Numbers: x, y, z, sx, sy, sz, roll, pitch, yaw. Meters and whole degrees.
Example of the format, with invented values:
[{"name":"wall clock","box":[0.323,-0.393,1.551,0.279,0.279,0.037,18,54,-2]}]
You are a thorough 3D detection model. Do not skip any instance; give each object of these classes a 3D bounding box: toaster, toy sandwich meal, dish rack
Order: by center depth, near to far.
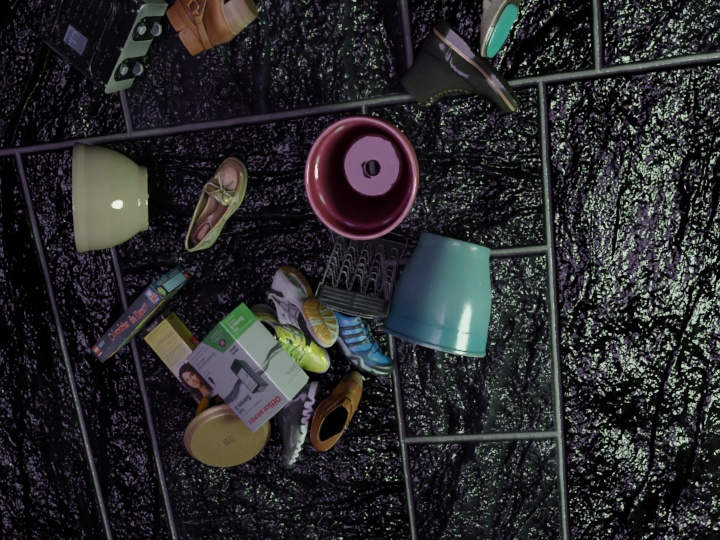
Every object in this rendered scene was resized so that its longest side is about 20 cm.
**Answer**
[{"name":"toaster","box":[-0.468,-0.450,1.249,0.198,0.119,0.183,37,112,3]},{"name":"dish rack","box":[0.000,0.000,1.275,0.149,0.202,0.056,12,132,5]},{"name":"toy sandwich meal","box":[-0.278,0.326,1.459,0.199,0.071,0.209,-9,128,-11]}]

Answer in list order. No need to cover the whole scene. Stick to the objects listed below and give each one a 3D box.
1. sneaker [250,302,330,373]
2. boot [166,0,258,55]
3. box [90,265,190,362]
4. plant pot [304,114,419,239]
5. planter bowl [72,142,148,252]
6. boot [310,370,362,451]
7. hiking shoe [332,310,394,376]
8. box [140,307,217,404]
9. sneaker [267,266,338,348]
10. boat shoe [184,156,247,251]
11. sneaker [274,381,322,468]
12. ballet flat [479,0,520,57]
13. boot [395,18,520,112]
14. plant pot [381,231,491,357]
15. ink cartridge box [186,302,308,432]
[{"name":"sneaker","box":[-0.150,0.149,1.398,0.197,0.077,0.076,33,108,0]},{"name":"boot","box":[-0.288,-0.505,1.244,0.152,0.074,0.204,-22,95,21]},{"name":"box","box":[-0.441,0.086,1.397,0.038,0.137,0.199,45,108,-6]},{"name":"plant pot","box":[0.011,-0.175,1.227,0.194,0.179,0.206,3,107,8]},{"name":"planter bowl","box":[-0.473,-0.138,1.327,0.131,0.200,0.206,-1,108,-19]},{"name":"boot","box":[-0.057,0.309,1.385,0.076,0.156,0.202,34,108,-2]},{"name":"hiking shoe","box":[-0.005,0.128,1.369,0.198,0.075,0.087,37,109,-2]},{"name":"box","box":[-0.366,0.182,1.457,0.075,0.050,0.201,-38,96,16]},{"name":"sneaker","box":[-0.113,0.086,1.348,0.089,0.074,0.201,-56,51,26]},{"name":"boat shoe","box":[-0.281,-0.124,1.350,0.072,0.063,0.203,28,108,1]},{"name":"sneaker","box":[-0.147,0.312,1.448,0.088,0.067,0.205,17,104,0]},{"name":"ballet flat","box":[0.244,-0.464,1.179,0.062,0.067,0.204,36,107,28]},{"name":"boot","box":[0.171,-0.318,1.224,0.200,0.077,0.139,46,114,6]},{"name":"plant pot","box":[0.152,0.036,1.266,0.194,0.200,0.194,13,93,5]},{"name":"ink cartridge box","box":[-0.218,0.190,1.347,0.201,0.084,0.146,47,125,-1]}]
